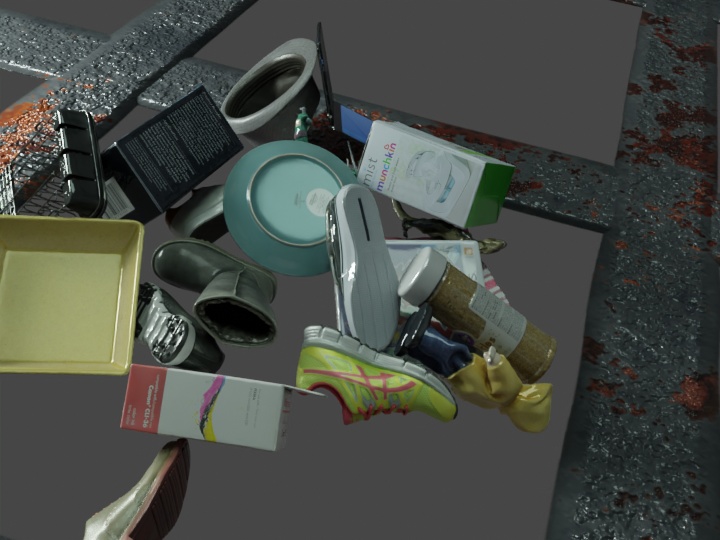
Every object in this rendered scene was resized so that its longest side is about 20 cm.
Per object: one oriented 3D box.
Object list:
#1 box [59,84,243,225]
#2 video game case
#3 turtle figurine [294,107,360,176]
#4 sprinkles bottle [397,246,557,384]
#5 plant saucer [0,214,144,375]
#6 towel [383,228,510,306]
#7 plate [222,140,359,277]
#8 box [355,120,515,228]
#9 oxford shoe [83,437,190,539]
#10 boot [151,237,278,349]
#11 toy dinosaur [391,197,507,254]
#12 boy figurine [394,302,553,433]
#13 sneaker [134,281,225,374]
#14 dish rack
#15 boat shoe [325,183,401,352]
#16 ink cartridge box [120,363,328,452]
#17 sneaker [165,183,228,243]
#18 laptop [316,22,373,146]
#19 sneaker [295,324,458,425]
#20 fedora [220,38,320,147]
[{"bbox_3d":[-0.282,-0.144,1.221,0.147,0.108,0.200,-23,18,39],"label":"box"},{"bbox_3d":[0.066,0.044,1.118,0.195,0.023,0.186,0,60,-9],"label":"video game case"},{"bbox_3d":[-0.056,-0.148,1.332,0.149,0.101,0.201,34,16,-37],"label":"turtle figurine"},{"bbox_3d":[0.139,0.054,1.054,0.198,0.068,0.069,35,37,-10],"label":"sprinkles bottle"},{"bbox_3d":[-0.359,0.036,1.047,0.195,0.049,0.204,2,61,-8],"label":"plant saucer"},{"bbox_3d":[0.114,0.015,1.206,0.143,0.030,0.202,-6,40,-16],"label":"towel"},{"bbox_3d":[-0.084,-0.090,1.176,0.195,0.026,0.205,6,64,-12],"label":"plate"},{"bbox_3d":[0.112,-0.141,1.281,0.173,0.099,0.199,22,12,18],"label":"box"},{"bbox_3d":[-0.222,0.232,0.848,0.073,0.072,0.201,6,33,13],"label":"oxford shoe"},{"bbox_3d":[-0.177,0.027,1.048,0.177,0.074,0.201,12,17,-3],"label":"boot"},{"bbox_3d":[0.101,-0.052,1.231,0.197,0.048,0.088,28,30,26],"label":"toy dinosaur"},{"bbox_3d":[0.138,0.116,1.013,0.197,0.125,0.065,29,64,-4],"label":"boy figurine"},{"bbox_3d":[-0.218,0.075,1.051,0.090,0.067,0.199,35,-3,-35],"label":"sneaker"},{"bbox_3d":[-0.408,-0.101,1.145,0.054,0.199,0.156,13,52,-46],"label":"dish rack"},{"bbox_3d":[0.000,0.000,1.081,0.071,0.071,0.205,-2,79,-27],"label":"boat shoe"},{"bbox_3d":[-0.135,0.145,0.924,0.195,0.117,0.069,8,82,2],"label":"ink cartridge box"},{"bbox_3d":[-0.191,-0.105,1.268,0.084,0.074,0.198,36,48,29],"label":"sneaker"},{"bbox_3d":[-0.006,-0.286,1.417,0.101,0.204,0.178,-9,24,1],"label":"laptop"},{"bbox_3d":[0.014,0.140,1.011,0.196,0.078,0.092,22,71,3],"label":"sneaker"},{"bbox_3d":[-0.130,-0.271,1.438,0.201,0.091,0.176,-48,38,-13],"label":"fedora"}]
